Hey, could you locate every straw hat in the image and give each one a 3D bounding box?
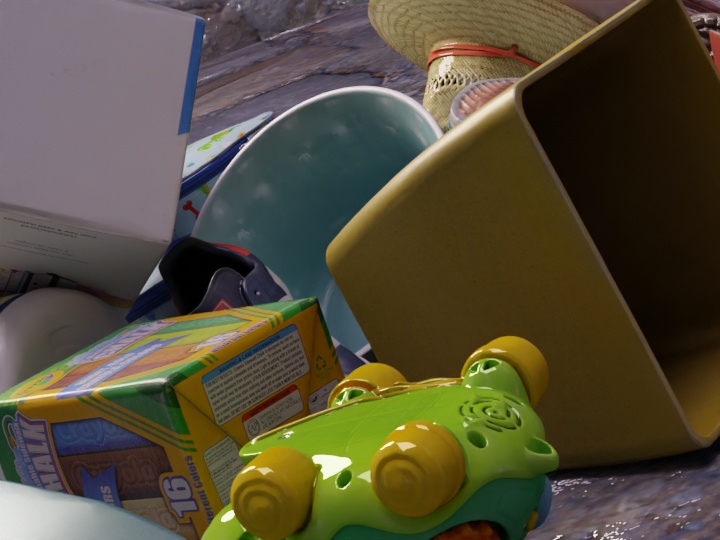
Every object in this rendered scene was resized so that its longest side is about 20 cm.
[{"bbox_3d":[0.090,-0.115,1.796,0.199,0.086,0.201,15,-17,5],"label":"straw hat"}]

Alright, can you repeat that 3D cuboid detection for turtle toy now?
[{"bbox_3d":[0.007,0.110,1.247,0.199,0.102,0.146,-13,13,30],"label":"turtle toy"}]

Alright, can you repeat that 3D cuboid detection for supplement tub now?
[{"bbox_3d":[-0.235,0.094,1.607,0.199,0.146,0.145,-11,15,37],"label":"supplement tub"}]

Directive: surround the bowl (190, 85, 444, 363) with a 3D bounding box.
[{"bbox_3d":[0.000,0.000,1.624,0.200,0.105,0.202,-19,54,29],"label":"bowl"}]

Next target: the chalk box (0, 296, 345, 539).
[{"bbox_3d":[-0.109,0.099,1.428,0.199,0.125,0.124,-8,16,43],"label":"chalk box"}]

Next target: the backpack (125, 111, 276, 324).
[{"bbox_3d":[-0.106,0.000,1.779,0.200,0.147,0.183,-44,13,-34],"label":"backpack"}]

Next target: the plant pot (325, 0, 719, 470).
[{"bbox_3d":[0.103,-0.004,1.420,0.176,0.201,0.200,-24,7,36],"label":"plant pot"}]

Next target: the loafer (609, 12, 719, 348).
[{"bbox_3d":[0.184,-0.045,1.533,0.075,0.201,0.068,24,6,23],"label":"loafer"}]

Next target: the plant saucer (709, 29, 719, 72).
[{"bbox_3d":[0.296,-0.060,1.423,0.198,0.037,0.200,23,7,-20],"label":"plant saucer"}]

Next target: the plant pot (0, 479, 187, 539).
[{"bbox_3d":[-0.127,0.180,1.088,0.199,0.142,0.141,2,23,42],"label":"plant pot"}]

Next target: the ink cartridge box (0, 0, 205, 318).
[{"bbox_3d":[-0.189,-0.064,1.597,0.143,0.148,0.200,11,-21,-12],"label":"ink cartridge box"}]

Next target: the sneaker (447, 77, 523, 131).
[{"bbox_3d":[0.114,-0.075,1.644,0.071,0.081,0.200,20,20,28],"label":"sneaker"}]

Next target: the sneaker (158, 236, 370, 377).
[{"bbox_3d":[-0.054,0.048,1.503,0.075,0.084,0.200,-50,45,2],"label":"sneaker"}]

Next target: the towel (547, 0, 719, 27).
[{"bbox_3d":[0.189,-0.148,1.802,0.200,0.190,0.032,-20,50,63],"label":"towel"}]
